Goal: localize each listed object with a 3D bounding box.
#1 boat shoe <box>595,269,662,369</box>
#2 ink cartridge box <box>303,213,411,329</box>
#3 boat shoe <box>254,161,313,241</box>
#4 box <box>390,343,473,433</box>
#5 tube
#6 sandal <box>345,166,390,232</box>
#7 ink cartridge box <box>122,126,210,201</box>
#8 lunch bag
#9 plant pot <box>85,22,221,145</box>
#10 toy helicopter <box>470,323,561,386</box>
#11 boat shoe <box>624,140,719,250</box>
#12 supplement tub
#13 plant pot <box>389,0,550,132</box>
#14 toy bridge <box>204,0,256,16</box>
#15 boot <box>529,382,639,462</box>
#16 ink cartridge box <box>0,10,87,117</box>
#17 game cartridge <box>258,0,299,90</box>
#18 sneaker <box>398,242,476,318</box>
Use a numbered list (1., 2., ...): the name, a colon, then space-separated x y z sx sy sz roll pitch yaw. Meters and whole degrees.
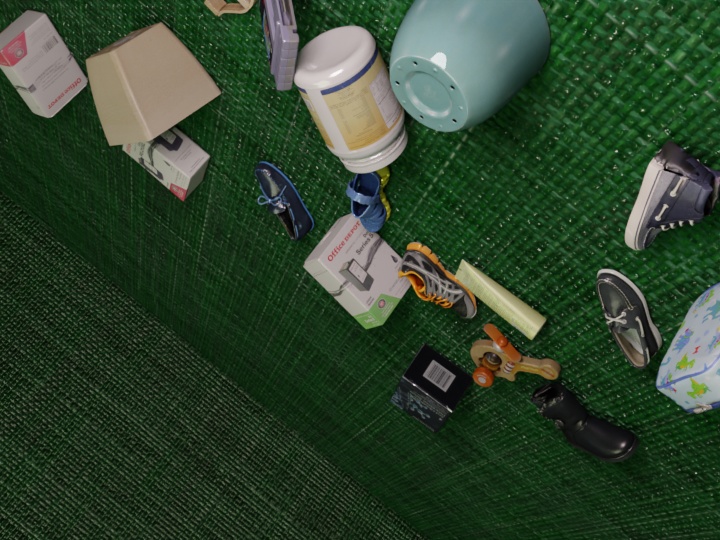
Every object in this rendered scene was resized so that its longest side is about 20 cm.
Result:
1. boat shoe: 0.450 0.084 1.491 0.201 0.061 0.075 50 153 -23
2. ink cartridge box: 0.000 0.000 1.871 0.200 0.146 0.084 45 154 -14
3. boat shoe: -0.172 -0.149 1.951 0.083 0.069 0.201 1 136 53
4. box: 0.172 0.294 2.175 0.147 0.108 0.201 34 156 9
5. tube: 0.269 0.054 1.715 0.199 0.052 0.059 37 114 13
6. sandal: 0.009 -0.134 1.707 0.079 0.088 0.201 26 154 20
7. ink cartridge box: -0.469 -0.283 2.118 0.199 0.085 0.145 40 155 -2
8. lunch bag: 0.519 0.103 1.258 0.082 0.201 0.161 37 155 -1
9. plant pot: -0.441 -0.387 1.799 0.198 0.199 0.179 4 128 50
10. toy helicopter: 0.323 0.184 1.849 0.197 0.079 0.134 9 134 30
11. boat shoe: 0.431 -0.080 1.220 0.092 0.075 0.201 35 155 25
12. supplement tub: -0.012 -0.274 1.429 0.143 0.145 0.201 16 147 40
13. plant pot: 0.132 -0.286 1.189 0.198 0.162 0.202 30 154 16
14. toy bridge: -0.205 -0.477 1.496 0.067 0.027 0.199 44 155 -16
15. boot: 0.461 0.313 1.840 0.168 0.077 0.199 45 161 -22
16. ink cartridge box: -0.771 -0.492 2.111 0.082 0.147 0.202 20 149 36
17. game cartridge: -0.130 -0.398 1.367 0.130 0.038 0.204 120 142 -62
18. sneaker: 0.154 0.035 1.801 0.199 0.078 0.078 42 154 -9
